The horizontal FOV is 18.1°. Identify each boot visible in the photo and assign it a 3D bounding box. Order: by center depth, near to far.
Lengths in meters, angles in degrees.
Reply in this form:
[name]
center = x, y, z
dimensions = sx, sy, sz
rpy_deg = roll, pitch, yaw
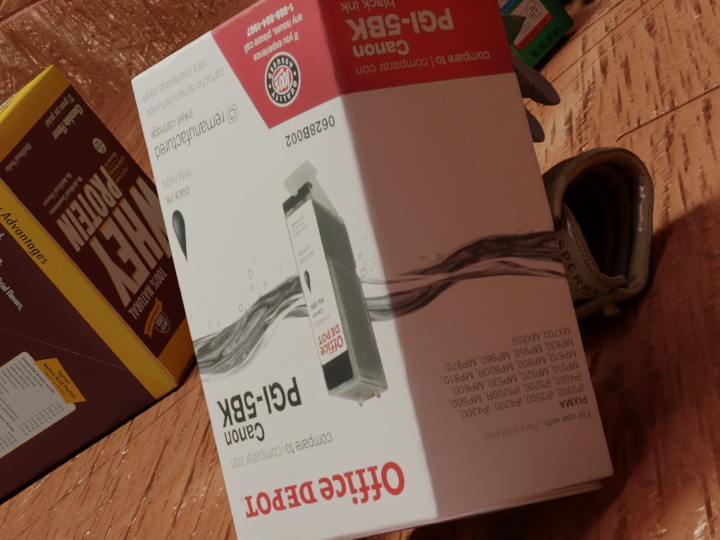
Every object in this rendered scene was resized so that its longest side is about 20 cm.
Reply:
[boot]
center = 0.040, 0.028, 0.974
dimensions = 0.155, 0.072, 0.200
rpy_deg = -26, 18, 39

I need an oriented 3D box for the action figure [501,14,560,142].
[action figure]
center = -0.002, -0.021, 0.985
dimensions = 0.200, 0.055, 0.118
rpy_deg = -38, 9, 28

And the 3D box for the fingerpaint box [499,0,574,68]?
[fingerpaint box]
center = 0.018, -0.107, 1.469
dimensions = 0.200, 0.073, 0.167
rpy_deg = -47, 15, -28

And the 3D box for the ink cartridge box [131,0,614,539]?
[ink cartridge box]
center = 0.000, 0.000, 0.854
dimensions = 0.083, 0.200, 0.147
rpy_deg = -10, -7, -34

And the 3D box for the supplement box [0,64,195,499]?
[supplement box]
center = -0.228, 0.014, 1.490
dimensions = 0.200, 0.197, 0.133
rpy_deg = -32, 15, 29
